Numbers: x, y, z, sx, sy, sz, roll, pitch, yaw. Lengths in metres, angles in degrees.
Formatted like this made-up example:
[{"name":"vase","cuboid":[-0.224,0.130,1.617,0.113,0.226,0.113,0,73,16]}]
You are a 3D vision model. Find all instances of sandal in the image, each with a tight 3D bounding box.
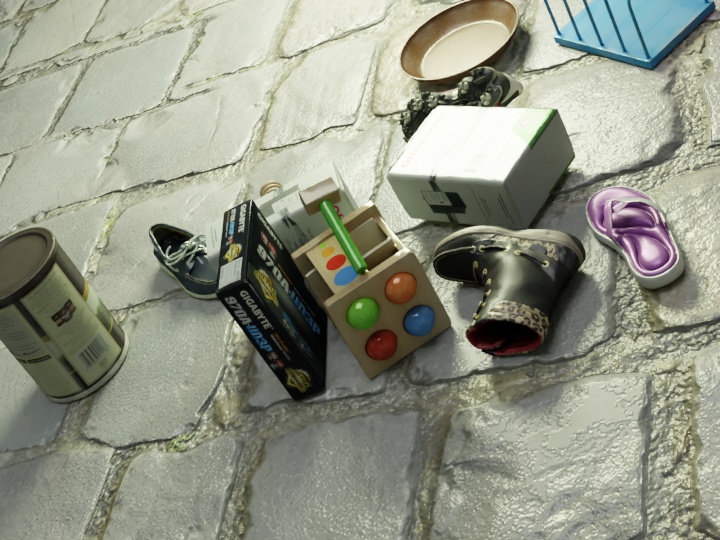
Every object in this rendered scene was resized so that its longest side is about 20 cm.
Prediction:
[{"name":"sandal","cuboid":[0.322,-0.055,1.596,0.082,0.050,0.203,-30,35,1]}]

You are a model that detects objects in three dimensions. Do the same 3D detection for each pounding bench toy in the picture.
[{"name":"pounding bench toy","cuboid":[0.000,0.000,1.641,0.123,0.201,0.156,-33,34,-3]}]

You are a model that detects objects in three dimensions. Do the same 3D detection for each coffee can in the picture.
[{"name":"coffee can","cuboid":[-0.433,0.063,1.888,0.145,0.201,0.147,-19,37,15]}]

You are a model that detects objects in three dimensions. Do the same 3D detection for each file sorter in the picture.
[{"name":"file sorter","cuboid":[0.364,-0.390,1.904,0.139,0.123,0.199,-42,36,-15]}]

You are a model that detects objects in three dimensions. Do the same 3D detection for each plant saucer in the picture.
[{"name":"plant saucer","cuboid":[0.155,-0.343,2.078,0.198,0.037,0.202,-21,36,16]}]

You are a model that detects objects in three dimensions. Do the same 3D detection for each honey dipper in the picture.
[{"name":"honey dipper","cuboid":[-0.106,-0.063,1.938,0.038,0.038,0.201,-29,37,3]}]

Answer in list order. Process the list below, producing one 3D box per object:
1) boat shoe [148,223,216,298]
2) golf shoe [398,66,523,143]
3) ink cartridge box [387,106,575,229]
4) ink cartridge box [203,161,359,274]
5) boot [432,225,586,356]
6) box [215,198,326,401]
[{"name":"boat shoe","cuboid":[-0.245,-0.020,1.967,0.075,0.062,0.200,-38,36,-13]},{"name":"golf shoe","cuboid":[0.141,-0.224,1.927,0.199,0.078,0.087,-19,-9,43]},{"name":"ink cartridge box","cuboid":[0.155,-0.138,1.777,0.198,0.083,0.147,9,51,43]},{"name":"ink cartridge box","cuboid":[-0.085,-0.030,1.788,0.198,0.147,0.083,-26,34,6]},{"name":"boot","cuboid":[0.156,0.024,1.611,0.198,0.074,0.151,1,46,30]},{"name":"box","cuboid":[-0.106,0.037,1.676,0.046,0.201,0.160,-22,35,16]}]
